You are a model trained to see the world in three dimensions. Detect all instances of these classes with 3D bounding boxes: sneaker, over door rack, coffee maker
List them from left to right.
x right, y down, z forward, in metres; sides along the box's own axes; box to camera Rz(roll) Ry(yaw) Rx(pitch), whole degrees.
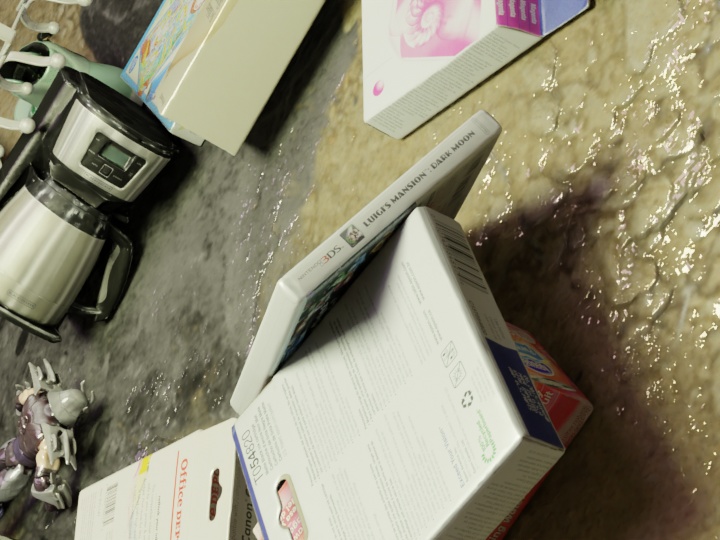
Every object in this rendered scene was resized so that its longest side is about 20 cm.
[{"bbox_3d":[-0.271,-0.196,1.686,0.200,0.066,0.148,117,172,-61],"label":"over door rack"},{"bbox_3d":[-0.294,-0.172,1.883,0.200,0.118,0.074,-5,67,53],"label":"sneaker"},{"bbox_3d":[-0.263,-0.068,1.752,0.200,0.135,0.192,-55,45,6],"label":"coffee maker"}]

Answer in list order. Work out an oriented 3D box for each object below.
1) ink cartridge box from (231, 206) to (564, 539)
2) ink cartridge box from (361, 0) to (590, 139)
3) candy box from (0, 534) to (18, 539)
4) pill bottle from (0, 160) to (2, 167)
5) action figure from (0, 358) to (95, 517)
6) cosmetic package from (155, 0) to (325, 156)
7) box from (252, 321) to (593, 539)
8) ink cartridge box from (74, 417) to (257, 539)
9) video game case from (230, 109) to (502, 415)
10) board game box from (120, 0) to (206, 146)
[{"bbox_3d":[0.015,0.097,1.192,0.200,0.041,0.200,-48,39,24],"label":"ink cartridge box"},{"bbox_3d":[0.076,-0.223,1.482,0.200,0.043,0.197,-34,45,40],"label":"ink cartridge box"},{"bbox_3d":[-0.318,0.332,1.661,0.200,0.061,0.136,-56,35,13],"label":"candy box"},{"bbox_3d":[-0.435,-0.105,2.038,0.200,0.114,0.114,21,87,56],"label":"pill bottle"},{"bbox_3d":[-0.286,0.160,1.722,0.200,0.069,0.130,-44,32,23],"label":"action figure"},{"bbox_3d":[-0.084,-0.202,1.636,0.200,0.073,0.104,-59,15,8],"label":"cosmetic package"},{"bbox_3d":[0.036,0.124,1.271,0.200,0.102,0.095,-56,35,13],"label":"box"},{"bbox_3d":[-0.129,0.192,1.484,0.200,0.067,0.117,-29,49,44],"label":"ink cartridge box"},{"bbox_3d":[0.000,0.000,1.300,0.182,0.023,0.200,-41,-10,-25],"label":"video game case"},{"bbox_3d":[-0.124,-0.222,1.757,0.200,0.034,0.134,-58,35,11],"label":"board game box"}]
